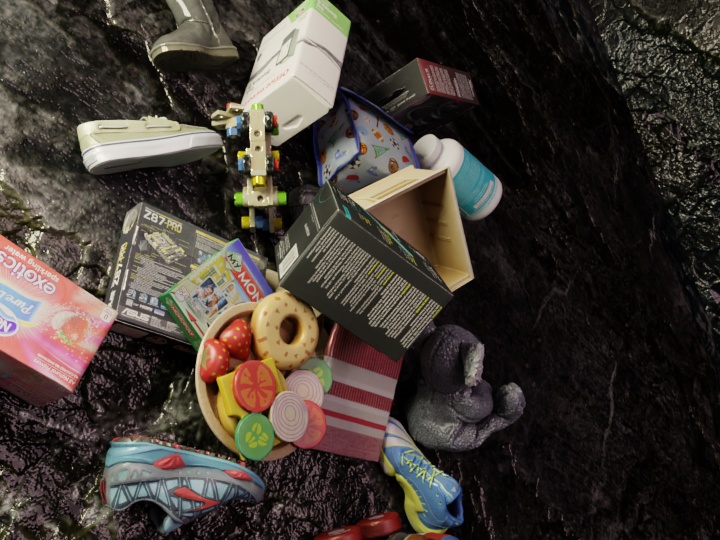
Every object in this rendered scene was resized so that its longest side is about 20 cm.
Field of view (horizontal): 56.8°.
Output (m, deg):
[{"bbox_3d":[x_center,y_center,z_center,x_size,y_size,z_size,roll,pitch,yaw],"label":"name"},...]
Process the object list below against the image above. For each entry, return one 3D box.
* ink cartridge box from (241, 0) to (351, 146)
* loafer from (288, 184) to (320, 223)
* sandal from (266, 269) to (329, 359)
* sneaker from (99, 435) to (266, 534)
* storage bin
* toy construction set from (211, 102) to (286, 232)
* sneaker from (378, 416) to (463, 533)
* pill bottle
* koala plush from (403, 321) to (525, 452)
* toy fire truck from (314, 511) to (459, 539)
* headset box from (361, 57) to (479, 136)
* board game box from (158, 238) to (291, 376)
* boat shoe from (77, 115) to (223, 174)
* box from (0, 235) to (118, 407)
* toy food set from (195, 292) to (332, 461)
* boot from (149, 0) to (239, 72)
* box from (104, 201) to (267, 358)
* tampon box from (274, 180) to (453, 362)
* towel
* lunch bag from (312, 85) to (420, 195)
[{"bbox_3d":[-0.104,-0.320,1.064,0.084,0.145,0.201,33,50,-33],"label":"ink cartridge box"},{"bbox_3d":[-0.033,-0.083,1.098,0.200,0.068,0.071,13,71,-38],"label":"loafer"},{"bbox_3d":[-0.071,0.076,0.977,0.212,0.069,0.078,57,41,-11],"label":"sandal"},{"bbox_3d":[-0.203,0.253,0.764,0.199,0.079,0.096,24,69,-31],"label":"sneaker"},{"bbox_3d":[0.063,-0.042,1.074,0.198,0.094,0.201,-29,117,-26],"label":"storage bin"},{"bbox_3d":[-0.152,-0.160,0.962,0.092,0.131,0.201,-17,83,-8],"label":"toy construction set"},{"bbox_3d":[0.101,0.312,1.029,0.076,0.105,0.201,-31,97,-50],"label":"sneaker"},{"bbox_3d":[0.190,-0.192,1.353,0.200,0.111,0.111,33,51,-35],"label":"pill bottle"},{"bbox_3d":[0.146,0.168,1.057,0.183,0.177,0.201,-33,134,-26],"label":"koala plush"},{"bbox_3d":[0.045,0.390,0.884,0.199,0.168,0.113,2,72,-47],"label":"toy fire truck"},{"bbox_3d":[0.113,-0.335,1.306,0.200,0.149,0.078,-7,77,-50],"label":"headset box"},{"bbox_3d":[-0.150,0.077,0.853,0.200,0.029,0.135,58,43,-15],"label":"board game box"},{"bbox_3d":[-0.270,-0.173,0.874,0.200,0.072,0.062,-19,89,-47],"label":"boat shoe"},{"bbox_3d":[-0.363,0.038,0.656,0.200,0.094,0.103,42,47,-27],"label":"box"},{"bbox_3d":[-0.111,0.133,0.815,0.200,0.049,0.199,-18,89,-50],"label":"toy food set"},{"bbox_3d":[-0.272,-0.397,0.974,0.182,0.072,0.201,-33,105,-63],"label":"boot"},{"bbox_3d":[-0.218,0.025,0.857,0.200,0.049,0.162,25,58,-38],"label":"box"},{"bbox_3d":[0.000,0.000,0.916,0.200,0.126,0.150,36,12,-20],"label":"tampon box"},{"bbox_3d":[-0.007,0.174,0.990,0.144,0.023,0.201,25,75,-36],"label":"towel"},{"bbox_3d":[0.009,-0.223,1.169,0.170,0.124,0.201,23,43,-40],"label":"lunch bag"}]
